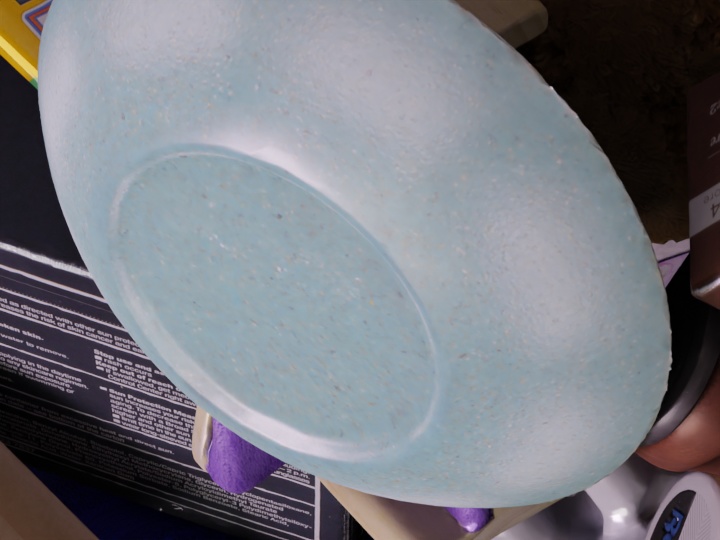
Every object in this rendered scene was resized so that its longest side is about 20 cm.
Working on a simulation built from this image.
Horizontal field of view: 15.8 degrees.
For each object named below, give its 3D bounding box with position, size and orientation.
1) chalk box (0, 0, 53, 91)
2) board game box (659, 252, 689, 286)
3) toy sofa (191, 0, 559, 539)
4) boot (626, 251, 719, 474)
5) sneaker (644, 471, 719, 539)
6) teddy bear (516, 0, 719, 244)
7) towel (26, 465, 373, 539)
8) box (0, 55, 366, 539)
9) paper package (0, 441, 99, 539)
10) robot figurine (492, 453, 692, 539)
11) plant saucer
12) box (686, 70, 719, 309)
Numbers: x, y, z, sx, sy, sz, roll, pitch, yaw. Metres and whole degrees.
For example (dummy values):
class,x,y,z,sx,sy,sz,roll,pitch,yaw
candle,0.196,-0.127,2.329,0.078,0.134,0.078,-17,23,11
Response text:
class,x,y,z,sx,sy,sz,roll,pitch,yaw
chalk box,-0.079,-0.120,0.790,0.200,0.124,0.125,45,178,-18
board game box,0.202,0.060,0.907,0.199,0.041,0.200,43,151,-16
toy sofa,0.000,0.000,0.768,0.083,0.097,0.200,42,151,41
boot,0.168,0.070,0.770,0.200,0.069,0.188,34,-178,6
sneaker,0.127,0.169,0.846,0.112,0.200,0.073,15,-163,-17
teddy bear,0.082,-0.099,0.723,0.145,0.067,0.200,7,137,24
towel,-0.062,0.095,1.093,0.200,0.147,0.050,37,121,43
box,-0.075,-0.003,0.974,0.199,0.123,0.199,18,155,8
paper package,-0.206,0.094,1.006,0.200,0.104,0.191,46,159,-14
robot figurine,0.115,0.121,0.927,0.169,0.113,0.200,-31,118,22
plant saucer,-0.015,-0.001,0.696,0.201,0.039,0.201,24,140,22
box,0.192,-0.003,0.704,0.200,0.075,0.100,26,140,-32
